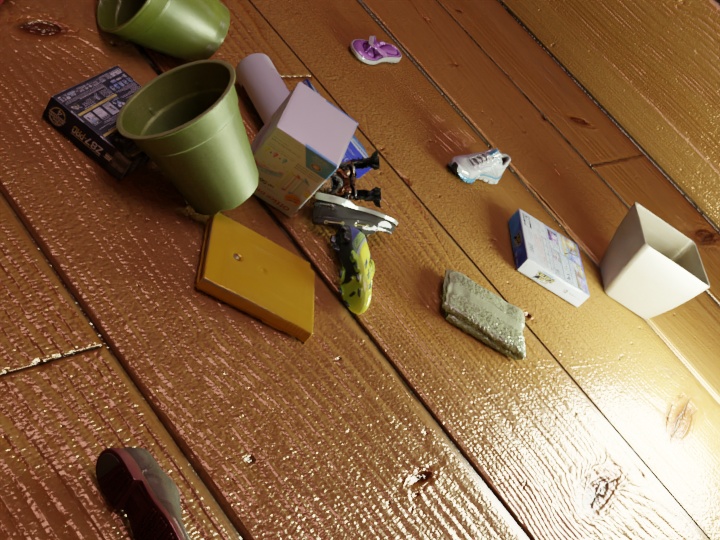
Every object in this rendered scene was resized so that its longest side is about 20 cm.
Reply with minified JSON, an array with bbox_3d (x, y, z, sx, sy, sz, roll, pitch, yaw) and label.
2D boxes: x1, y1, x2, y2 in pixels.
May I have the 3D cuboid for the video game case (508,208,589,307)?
[{"bbox_3d":[0.427,-0.030,2.284,0.180,0.046,0.201,29,33,-18],"label":"video game case"}]

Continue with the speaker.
[{"bbox_3d":[-0.173,-0.332,1.959,0.081,0.081,0.201,4,47,-46],"label":"speaker"}]

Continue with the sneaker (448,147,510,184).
[{"bbox_3d":[0.287,-0.259,2.381,0.199,0.087,0.075,-7,56,-50],"label":"sneaker"}]

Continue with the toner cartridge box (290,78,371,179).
[{"bbox_3d":[-0.055,-0.279,1.980,0.200,0.043,0.095,47,13,-36],"label":"toner cartridge box"}]

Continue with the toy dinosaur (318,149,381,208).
[{"bbox_3d":[-0.029,-0.176,1.895,0.135,0.103,0.200,-3,28,4],"label":"toy dinosaur"}]

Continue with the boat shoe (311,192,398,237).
[{"bbox_3d":[-0.012,-0.092,1.858,0.200,0.061,0.071,16,-2,-42],"label":"boat shoe"}]

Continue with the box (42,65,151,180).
[{"bbox_3d":[-0.394,-0.245,1.630,0.161,0.049,0.200,38,31,-2],"label":"box"}]

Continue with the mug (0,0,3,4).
[{"bbox_3d":[-0.645,-0.495,1.629,0.133,0.179,0.200,13,14,27],"label":"mug"}]

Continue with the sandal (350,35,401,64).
[{"bbox_3d":[0.042,-0.565,2.530,0.083,0.050,0.202,49,31,14],"label":"sandal"}]

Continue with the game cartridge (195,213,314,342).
[{"bbox_3d":[-0.162,0.009,1.588,0.199,0.032,0.177,31,32,-22],"label":"game cartridge"}]

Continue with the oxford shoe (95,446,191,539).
[{"bbox_3d":[-0.220,0.279,1.136,0.075,0.070,0.201,-2,52,-56],"label":"oxford shoe"}]

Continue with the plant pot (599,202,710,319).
[{"bbox_3d":[0.690,-0.007,2.419,0.199,0.177,0.200,32,31,-15],"label":"plant pot"}]

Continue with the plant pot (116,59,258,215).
[{"bbox_3d":[-0.251,-0.196,1.578,0.201,0.199,0.191,-96,165,-49],"label":"plant pot"}]

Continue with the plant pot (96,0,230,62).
[{"bbox_3d":[-0.354,-0.486,1.870,0.192,0.200,0.201,29,30,-42],"label":"plant pot"}]

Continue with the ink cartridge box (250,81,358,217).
[{"bbox_3d":[-0.120,-0.202,1.757,0.128,0.200,0.126,32,49,-14],"label":"ink cartridge box"}]

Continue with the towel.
[{"bbox_3d":[0.240,0.083,1.936,0.199,0.037,0.149,32,32,-15],"label":"towel"}]

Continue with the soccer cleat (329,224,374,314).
[{"bbox_3d":[0.000,-0.001,1.748,0.083,0.065,0.201,26,34,-32],"label":"soccer cleat"}]
